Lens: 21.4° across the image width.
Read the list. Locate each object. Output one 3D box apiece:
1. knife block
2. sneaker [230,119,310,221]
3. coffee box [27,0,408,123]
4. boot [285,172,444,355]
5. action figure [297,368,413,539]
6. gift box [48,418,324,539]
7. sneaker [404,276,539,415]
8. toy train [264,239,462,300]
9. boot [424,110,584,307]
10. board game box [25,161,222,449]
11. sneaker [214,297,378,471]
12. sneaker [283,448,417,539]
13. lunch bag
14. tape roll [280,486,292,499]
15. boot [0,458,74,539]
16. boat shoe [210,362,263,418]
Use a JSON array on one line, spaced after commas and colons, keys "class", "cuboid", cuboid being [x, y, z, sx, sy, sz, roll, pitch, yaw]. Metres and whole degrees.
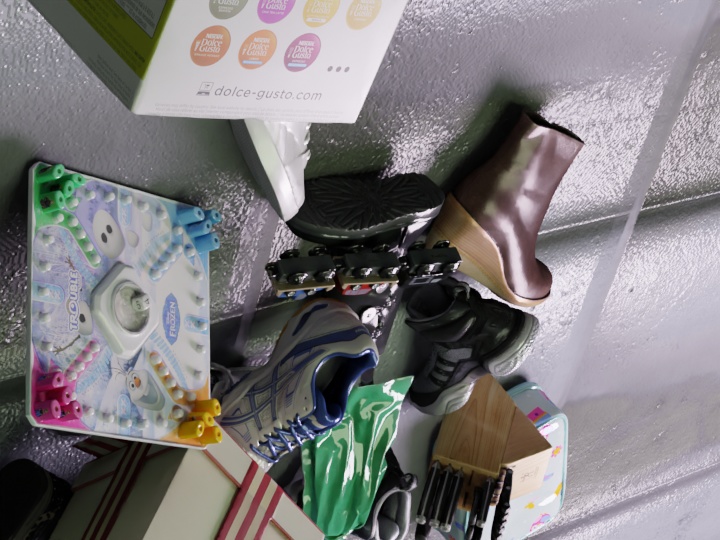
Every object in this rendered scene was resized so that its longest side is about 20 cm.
[{"class": "knife block", "cuboid": [0.093, 0.191, 1.904, 0.174, 0.200, 0.064, -15, 137, -29]}, {"class": "sneaker", "cuboid": [-0.046, -0.132, 1.534, 0.115, 0.074, 0.201, -31, 142, -13]}, {"class": "coffee box", "cuboid": [-0.093, -0.236, 1.267, 0.199, 0.200, 0.199, -2, 128, -44]}, {"class": "boot", "cuboid": [-0.023, 0.010, 1.722, 0.164, 0.066, 0.201, -6, 138, -32]}, {"class": "action figure", "cuboid": [-0.019, 0.184, 1.798, 0.117, 0.055, 0.202, -3, 121, -17]}, {"class": "gift box", "cuboid": [-0.169, 0.239, 1.602, 0.185, 0.199, 0.187, 52, 40, -24]}, {"class": "sneaker", "cuboid": [0.082, 0.068, 1.870, 0.200, 0.113, 0.076, -37, -158, 50]}, {"class": "toy train", "cuboid": [0.000, 0.000, 1.643, 0.198, 0.034, 0.046, -4, 149, -35]}, {"class": "boot", "cuboid": [0.165, -0.056, 1.824, 0.167, 0.072, 0.199, -51, 141, 14]}, {"class": "board game box", "cuboid": [-0.179, 0.030, 1.489, 0.026, 0.202, 0.199, -11, 164, 36]}, {"class": "sneaker", "cuboid": [-0.062, 0.121, 1.664, 0.075, 0.088, 0.201, 26, 101, -42]}, {"class": "sneaker", "cuboid": [-0.024, 0.252, 1.903, 0.075, 0.114, 0.201, 17, 114, -53]}, {"class": "lunch bag", "cuboid": [0.156, 0.223, 2.102, 0.160, 0.077, 0.201, -29, 143, -23]}, {"class": "tape roll", "cuboid": [-0.143, 0.290, 1.814, 0.198, 0.085, 0.201, -12, 133, -12]}, {"class": "boot", "cuboid": [-0.303, 0.265, 1.687, 0.204, 0.073, 0.153, -51, 146, 8]}, {"class": "boat shoe", "cuboid": [-0.143, 0.117, 1.707, 0.198, 0.072, 0.069, -12, 138, -24]}]
